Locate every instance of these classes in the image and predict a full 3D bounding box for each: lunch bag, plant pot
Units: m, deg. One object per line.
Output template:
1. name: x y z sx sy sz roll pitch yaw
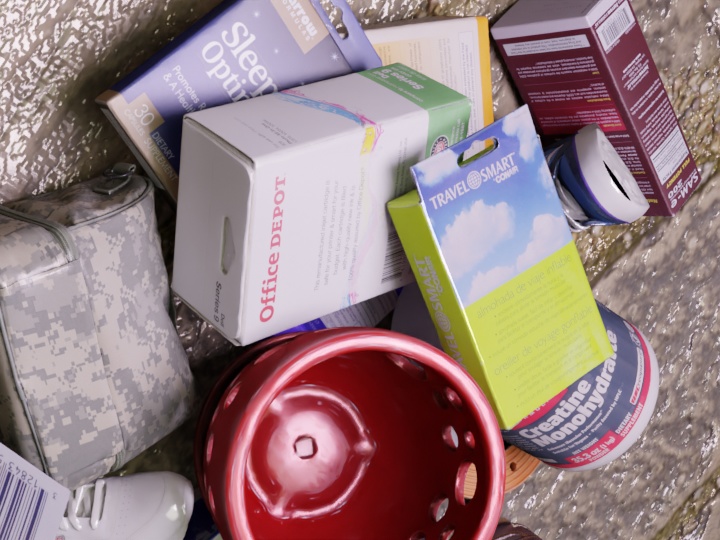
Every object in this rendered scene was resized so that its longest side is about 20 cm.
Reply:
1. lunch bag: -0.201 0.041 1.029 0.167 0.139 0.201 -24 115 -34
2. plant pot: -0.021 0.139 1.045 0.200 0.182 0.201 0 89 -19

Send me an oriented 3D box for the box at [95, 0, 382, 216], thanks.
1. box: -0.076 -0.133 1.050 0.200 0.032 0.121 -42 116 -16

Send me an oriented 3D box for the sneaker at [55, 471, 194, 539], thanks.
1. sneaker: -0.208 0.180 1.028 0.081 0.200 0.077 50 29 -37

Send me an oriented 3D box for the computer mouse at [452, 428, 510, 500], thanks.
1. computer mouse: 0.054 0.159 1.263 0.200 0.044 0.110 26 87 -33

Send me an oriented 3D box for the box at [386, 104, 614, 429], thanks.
1. box: 0.099 -0.003 1.041 0.122 0.048 0.201 -30 106 -31

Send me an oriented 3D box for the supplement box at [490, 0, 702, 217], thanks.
1. supplement box: 0.204 -0.141 1.251 0.061 0.109 0.200 -45 120 -32

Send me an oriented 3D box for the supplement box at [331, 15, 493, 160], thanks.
1. supplement box: 0.004 -0.130 1.156 0.199 0.073 0.127 -11 105 -28

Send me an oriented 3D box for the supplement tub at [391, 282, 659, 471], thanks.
1. supplement tub: 0.135 0.069 1.186 0.200 0.140 0.141 31 83 -38

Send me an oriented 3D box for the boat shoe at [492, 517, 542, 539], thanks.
1. boat shoe: 0.088 0.304 1.298 0.200 0.070 0.070 -47 123 -13

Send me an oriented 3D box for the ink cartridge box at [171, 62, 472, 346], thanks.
1. ink cartridge box: -0.027 -0.051 1.030 0.200 0.087 0.146 -21 131 -38

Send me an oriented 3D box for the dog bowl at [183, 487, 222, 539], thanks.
1. dog bowl: -0.086 0.270 1.180 0.200 0.079 0.201 -6 103 -30

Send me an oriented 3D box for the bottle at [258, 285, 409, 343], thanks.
1. bottle: 0.000 0.000 1.186 0.200 0.065 0.084 -43 123 -17

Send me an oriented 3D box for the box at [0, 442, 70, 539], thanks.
1. box: -0.327 0.162 0.932 0.184 0.200 0.105 43 39 -29

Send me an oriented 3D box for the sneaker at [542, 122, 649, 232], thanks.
1. sneaker: 0.143 -0.047 1.155 0.146 0.200 0.081 -34 98 13

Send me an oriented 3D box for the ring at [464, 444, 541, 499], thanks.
1. ring: 0.099 0.097 1.265 0.200 0.019 0.201 6 80 -38
